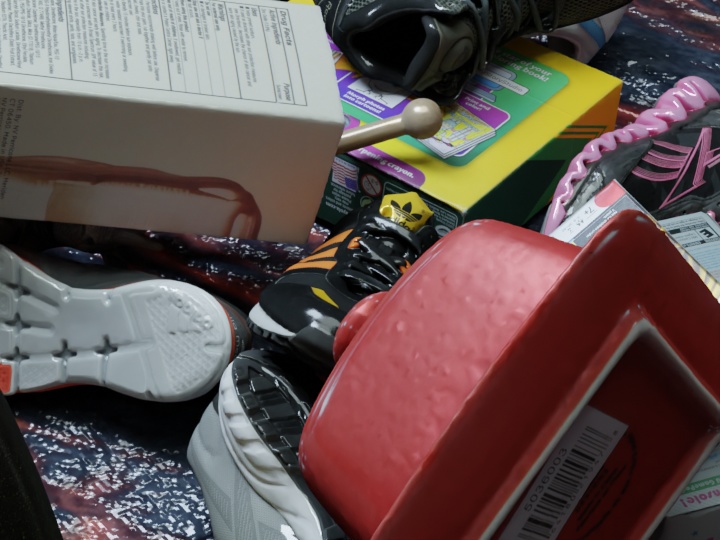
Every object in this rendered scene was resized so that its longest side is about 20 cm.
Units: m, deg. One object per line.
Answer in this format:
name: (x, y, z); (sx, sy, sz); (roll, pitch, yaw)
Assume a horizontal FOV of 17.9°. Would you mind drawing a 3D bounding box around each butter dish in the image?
butter dish: (0.048, 0.060, 0.975); (0.148, 0.199, 0.200); (35, 86, 33)

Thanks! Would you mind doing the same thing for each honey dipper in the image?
honey dipper: (-0.051, -0.057, 1.242); (0.199, 0.038, 0.038); (-17, 40, 3)

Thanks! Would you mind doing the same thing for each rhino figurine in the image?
rhino figurine: (-0.188, -0.038, 1.204); (0.199, 0.060, 0.087); (14, -6, 24)

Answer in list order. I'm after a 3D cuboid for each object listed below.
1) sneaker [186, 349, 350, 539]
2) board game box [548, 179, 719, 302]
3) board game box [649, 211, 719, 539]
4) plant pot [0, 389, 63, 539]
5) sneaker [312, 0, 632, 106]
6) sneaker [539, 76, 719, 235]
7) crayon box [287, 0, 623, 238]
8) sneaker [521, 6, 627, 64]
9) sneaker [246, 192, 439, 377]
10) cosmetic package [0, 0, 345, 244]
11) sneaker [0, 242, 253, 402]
sneaker: (-0.021, 0.135, 1.045); (0.074, 0.079, 0.200); (2, 50, -41)
board game box: (0.087, 0.063, 1.089); (0.200, 0.035, 0.126); (-41, 50, -1)
board game box: (0.163, 0.063, 1.159); (0.147, 0.064, 0.200); (-13, 41, -21)
plant pot: (-0.264, 0.050, 1.005); (0.200, 0.178, 0.200); (-21, 46, -20)
sneaker: (0.077, -0.145, 1.303); (0.199, 0.076, 0.114); (-4, 41, -9)
sneaker: (0.173, -0.036, 1.284); (0.095, 0.079, 0.200); (38, 48, 17)
crayon box: (0.023, -0.092, 1.332); (0.200, 0.058, 0.172); (27, 42, 24)
sneaker: (0.082, -0.188, 1.383); (0.200, 0.081, 0.077); (24, 7, -29)
sneaker: (0.000, 0.000, 1.123); (0.070, 0.090, 0.200); (30, 7, 2)
cosmetic package: (-0.118, -0.083, 1.145); (0.199, 0.087, 0.104); (6, 40, -15)
sneaker: (-0.146, 0.028, 1.169); (0.199, 0.077, 0.082); (13, 6, 19)
